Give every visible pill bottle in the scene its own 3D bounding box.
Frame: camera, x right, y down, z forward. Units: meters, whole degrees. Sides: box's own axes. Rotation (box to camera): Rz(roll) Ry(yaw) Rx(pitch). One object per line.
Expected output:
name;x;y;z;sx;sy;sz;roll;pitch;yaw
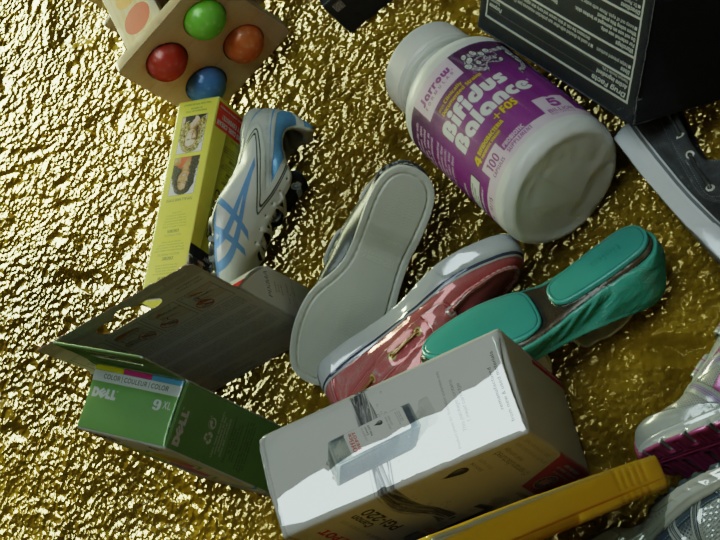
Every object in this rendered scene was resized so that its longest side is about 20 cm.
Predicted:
pill bottle;0.105;-0.119;1.306;0.112;0.112;0.200;-48;49;5

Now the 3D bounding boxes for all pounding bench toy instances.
pounding bench toy;-0.142;-0.270;1.537;0.200;0.124;0.157;-45;49;17

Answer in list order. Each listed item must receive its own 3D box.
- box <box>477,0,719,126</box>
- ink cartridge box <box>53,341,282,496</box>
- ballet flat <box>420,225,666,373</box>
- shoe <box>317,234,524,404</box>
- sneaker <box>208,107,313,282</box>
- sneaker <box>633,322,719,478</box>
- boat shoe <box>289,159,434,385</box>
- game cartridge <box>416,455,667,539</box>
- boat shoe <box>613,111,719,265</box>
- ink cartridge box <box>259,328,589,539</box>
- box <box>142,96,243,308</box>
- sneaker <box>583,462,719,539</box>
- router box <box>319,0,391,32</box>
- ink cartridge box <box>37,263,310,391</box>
box;0.199;-0.250;1.236;0.200;0.122;0.200;42;137;43
ink cartridge box;-0.155;0.121;1.308;0.103;0.200;0.060;8;74;38
ballet flat;0.144;0.042;1.217;0.199;0.071;0.068;-29;31;6
shoe;0.062;0.064;1.276;0.199;0.071;0.091;-38;60;13
sneaker;-0.089;-0.056;1.438;0.072;0.072;0.202;9;65;10
sneaker;0.274;0.071;1.118;0.199;0.081;0.089;-30;48;11
boat shoe;0.000;0.000;1.354;0.060;0.073;0.202;-102;35;-79
game cartridge;0.082;0.181;1.091;0.176;0.198;0.033;-34;72;54
boat shoe;0.262;-0.058;1.199;0.066;0.070;0.201;-42;42;11
ink cartridge box;0.047;0.135;1.181;0.199;0.146;0.086;-24;62;17
box;-0.144;-0.051;1.476;0.050;0.075;0.202;-6;62;30
sneaker;0.225;0.196;1.097;0.199;0.077;0.087;-37;63;22
router box;0.028;-0.343;1.517;0.199;0.052;0.158;-37;51;15
ink cartridge box;-0.150;0.042;1.346;0.160;0.200;0.050;-29;58;19
